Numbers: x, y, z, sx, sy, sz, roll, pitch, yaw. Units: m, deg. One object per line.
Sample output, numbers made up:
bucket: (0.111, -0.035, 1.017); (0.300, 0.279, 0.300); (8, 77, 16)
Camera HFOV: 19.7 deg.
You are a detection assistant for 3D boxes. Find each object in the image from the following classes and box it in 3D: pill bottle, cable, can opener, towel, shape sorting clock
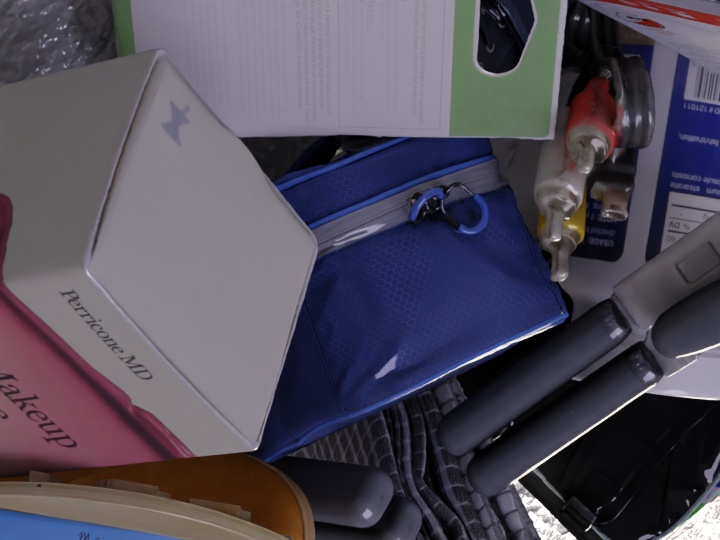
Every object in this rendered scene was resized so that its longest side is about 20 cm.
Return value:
pill bottle: (0.165, -0.036, 1.113); (0.115, 0.115, 0.202); (8, 91, -46)
cable: (0.107, -0.093, 0.998); (0.050, 0.201, 0.098); (7, 133, -7)
can opener: (0.124, 0.042, 1.030); (0.199, 0.053, 0.066); (-36, 178, 20)
towel: (0.016, 0.140, 1.159); (0.085, 0.201, 0.166); (-5, 139, -25)
can opener: (-0.043, 0.110, 1.100); (0.053, 0.199, 0.067); (45, 67, -31)
shape sorting clock: (-0.115, 0.127, 0.935); (0.198, 0.040, 0.200); (7, 161, 2)

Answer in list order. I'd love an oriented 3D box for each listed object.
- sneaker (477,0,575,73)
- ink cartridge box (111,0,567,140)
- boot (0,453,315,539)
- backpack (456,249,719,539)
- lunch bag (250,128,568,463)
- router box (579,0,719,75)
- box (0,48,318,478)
sneaker: (0.061, -0.168, 0.955); (0.146, 0.077, 0.203); (-46, 148, -21)
ink cartridge box: (-0.010, -0.124, 0.910); (0.198, 0.048, 0.146); (-1, 136, -1)
boot: (-0.132, 0.123, 1.024); (0.143, 0.200, 0.072); (2, 93, -42)
backpack: (0.167, 0.057, 1.232); (0.200, 0.177, 0.151); (-46, 170, -4)
lunch bag: (0.000, 0.000, 1.015); (0.135, 0.133, 0.200); (-22, 174, -29)
router box: (0.212, -0.110, 0.926); (0.179, 0.199, 0.049); (18, 92, -46)
box: (-0.139, 0.006, 0.851); (0.198, 0.110, 0.128); (-9, 139, 32)
